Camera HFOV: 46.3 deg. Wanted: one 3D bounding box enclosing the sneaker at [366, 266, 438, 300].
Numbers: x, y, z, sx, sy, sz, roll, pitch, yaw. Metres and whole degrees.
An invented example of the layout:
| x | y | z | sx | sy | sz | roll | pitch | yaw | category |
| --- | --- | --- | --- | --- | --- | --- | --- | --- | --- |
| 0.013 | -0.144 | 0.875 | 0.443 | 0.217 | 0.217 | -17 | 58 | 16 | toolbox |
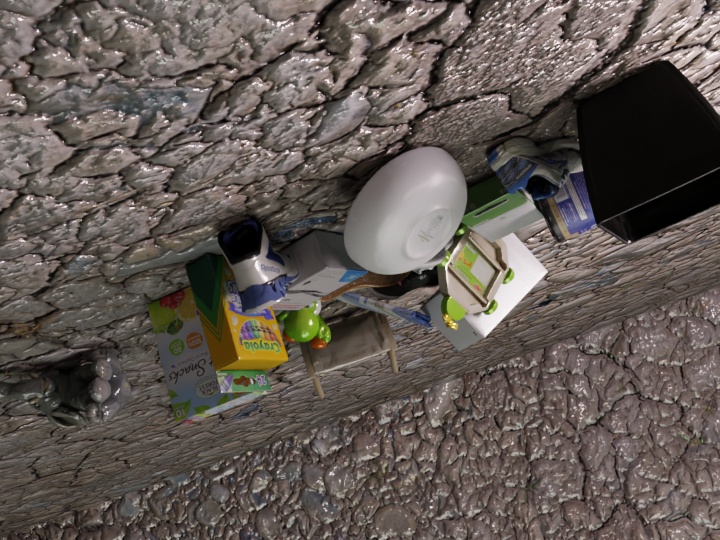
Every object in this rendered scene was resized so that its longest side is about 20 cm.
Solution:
| x | y | z | sx | sy | sz | roll | pitch | yaw | category |
| --- | --- | --- | --- | --- | --- | --- | --- | --- | --- |
| 0.103 | -0.003 | 1.560 | 0.200 | 0.071 | 0.099 | -10 | 158 | -38 | sneaker |

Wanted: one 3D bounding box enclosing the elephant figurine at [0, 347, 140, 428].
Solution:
| x | y | z | sx | sy | sz | roll | pitch | yaw | category |
| --- | --- | --- | --- | --- | --- | --- | --- | --- | --- |
| -0.525 | 0.213 | 1.498 | 0.199 | 0.156 | 0.142 | -11 | -152 | 8 | elephant figurine |

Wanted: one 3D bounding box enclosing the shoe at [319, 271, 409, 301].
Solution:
| x | y | z | sx | sy | sz | roll | pitch | yaw | category |
| --- | --- | --- | --- | --- | --- | --- | --- | --- | --- |
| 0.000 | 0.000 | 1.485 | 0.199 | 0.070 | 0.053 | -16 | -157 | -22 | shoe |

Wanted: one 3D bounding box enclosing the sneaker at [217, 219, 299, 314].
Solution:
| x | y | z | sx | sy | sz | roll | pitch | yaw | category |
| --- | --- | --- | --- | --- | --- | --- | --- | --- | --- |
| -0.146 | -0.022 | 1.206 | 0.080 | 0.116 | 0.199 | -18 | -167 | 4 | sneaker |

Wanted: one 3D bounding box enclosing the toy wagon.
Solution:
| x | y | z | sx | sy | sz | roll | pitch | yaw | category |
| --- | --- | --- | --- | --- | --- | --- | --- | --- | --- |
| 0.187 | 0.013 | 1.473 | 0.155 | 0.200 | 0.040 | 43 | 157 | -28 | toy wagon |

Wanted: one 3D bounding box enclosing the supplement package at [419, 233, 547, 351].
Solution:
| x | y | z | sx | sy | sz | roll | pitch | yaw | category |
| --- | --- | --- | --- | --- | --- | --- | --- | --- | --- |
| 0.232 | 0.037 | 1.592 | 0.200 | 0.117 | 0.117 | -42 | 179 | -26 | supplement package |

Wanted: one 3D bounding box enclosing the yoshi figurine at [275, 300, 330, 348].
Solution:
| x | y | z | sx | sy | sz | roll | pitch | yaw | category |
| --- | --- | --- | --- | --- | --- | --- | --- | --- | --- |
| -0.107 | 0.100 | 1.533 | 0.112 | 0.112 | 0.200 | -32 | 162 | -13 | yoshi figurine |

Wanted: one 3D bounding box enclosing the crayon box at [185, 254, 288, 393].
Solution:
| x | y | z | sx | sy | sz | roll | pitch | yaw | category |
| --- | --- | --- | --- | --- | --- | --- | --- | --- | --- |
| -0.181 | 0.080 | 1.271 | 0.051 | 0.201 | 0.126 | -27 | 162 | 25 | crayon box |

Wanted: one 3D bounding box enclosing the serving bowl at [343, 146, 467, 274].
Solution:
| x | y | z | sx | sy | sz | roll | pitch | yaw | category |
| --- | --- | --- | --- | --- | --- | --- | --- | --- | --- |
| 0.076 | -0.069 | 1.166 | 0.200 | 0.066 | 0.200 | -28 | 143 | -24 | serving bowl |

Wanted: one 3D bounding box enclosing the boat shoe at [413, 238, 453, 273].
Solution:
| x | y | z | sx | sy | sz | roll | pitch | yaw | category |
| --- | --- | --- | --- | --- | --- | --- | --- | --- | --- |
| 0.095 | -0.030 | 1.359 | 0.065 | 0.074 | 0.202 | -50 | 176 | 21 | boat shoe |

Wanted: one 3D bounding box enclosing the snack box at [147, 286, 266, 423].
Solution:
| x | y | z | sx | sy | sz | roll | pitch | yaw | category |
| --- | --- | --- | --- | --- | --- | --- | --- | --- | --- |
| -0.246 | 0.123 | 1.338 | 0.142 | 0.201 | 0.053 | -22 | 162 | 13 | snack box |

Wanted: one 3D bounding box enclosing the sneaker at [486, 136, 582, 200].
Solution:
| x | y | z | sx | sy | sz | roll | pitch | yaw | category |
| --- | --- | --- | --- | --- | --- | --- | --- | --- | --- |
| 0.273 | -0.144 | 1.258 | 0.199 | 0.085 | 0.077 | -7 | 160 | -36 | sneaker |

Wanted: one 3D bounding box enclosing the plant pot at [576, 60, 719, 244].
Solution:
| x | y | z | sx | sy | sz | roll | pitch | yaw | category |
| --- | --- | --- | --- | --- | --- | --- | --- | --- | --- |
| 0.409 | -0.168 | 1.169 | 0.200 | 0.178 | 0.199 | -26 | 163 | 25 | plant pot |

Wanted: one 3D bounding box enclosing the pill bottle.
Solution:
| x | y | z | sx | sy | sz | roll | pitch | yaw | category |
| --- | --- | --- | --- | --- | --- | --- | --- | --- | --- |
| 0.392 | -0.134 | 1.372 | 0.199 | 0.112 | 0.112 | -24 | 163 | 17 | pill bottle |

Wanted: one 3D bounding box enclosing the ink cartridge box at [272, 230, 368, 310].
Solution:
| x | y | z | sx | sy | sz | roll | pitch | yaw | category |
| --- | --- | --- | --- | --- | --- | --- | --- | --- | --- |
| -0.103 | 0.012 | 1.372 | 0.200 | 0.068 | 0.116 | -29 | 161 | 31 | ink cartridge box |

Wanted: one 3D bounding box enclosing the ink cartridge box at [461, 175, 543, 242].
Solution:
| x | y | z | sx | sy | sz | roll | pitch | yaw | category |
| --- | --- | --- | --- | --- | --- | --- | --- | --- | --- |
| 0.219 | -0.108 | 1.355 | 0.104 | 0.059 | 0.200 | -25 | 162 | 19 | ink cartridge box |

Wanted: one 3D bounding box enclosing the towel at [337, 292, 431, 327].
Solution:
| x | y | z | sx | sy | sz | roll | pitch | yaw | category |
| --- | --- | --- | --- | --- | --- | --- | --- | --- | --- |
| 0.026 | 0.061 | 1.557 | 0.199 | 0.024 | 0.147 | 16 | 175 | 20 | towel |

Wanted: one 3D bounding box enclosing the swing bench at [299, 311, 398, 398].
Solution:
| x | y | z | sx | sy | sz | roll | pitch | yaw | category |
| --- | --- | --- | --- | --- | --- | --- | --- | --- | --- |
| -0.027 | 0.175 | 1.880 | 0.198 | 0.130 | 0.200 | -17 | 158 | -4 | swing bench |
